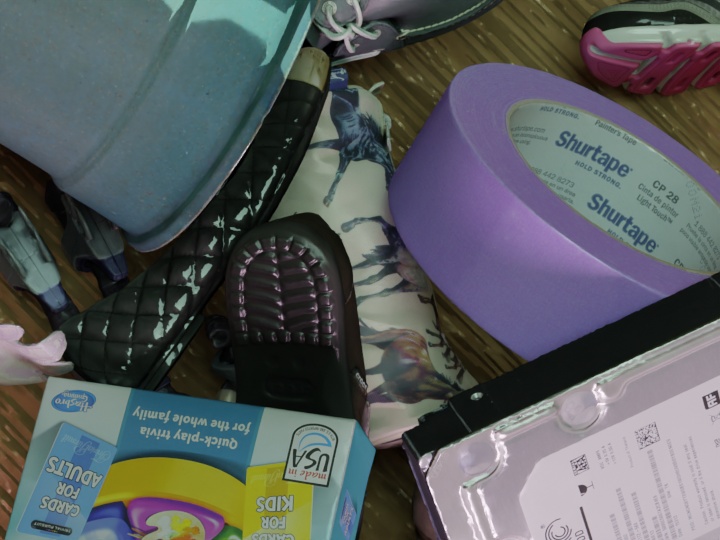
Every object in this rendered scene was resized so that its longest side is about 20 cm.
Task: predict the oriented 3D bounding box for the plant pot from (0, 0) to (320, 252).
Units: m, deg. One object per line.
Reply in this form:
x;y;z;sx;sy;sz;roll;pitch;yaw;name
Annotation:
-0.141;-0.139;0.988;0.196;0.200;0.201;26;70;-19;plant pot

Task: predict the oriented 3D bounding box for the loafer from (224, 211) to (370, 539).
-0.023;0.061;1.052;0.073;0.200;0.071;10;28;14;loafer

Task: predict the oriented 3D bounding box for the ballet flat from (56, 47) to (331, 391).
-0.074;-0.029;1.048;0.057;0.066;0.200;33;74;-3;ballet flat

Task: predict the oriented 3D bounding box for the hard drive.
0.129;0.090;1.006;0.200;0.038;0.140;-24;120;-7;hard drive

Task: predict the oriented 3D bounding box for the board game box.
-0.089;0.156;0.976;0.151;0.047;0.200;6;69;16;board game box

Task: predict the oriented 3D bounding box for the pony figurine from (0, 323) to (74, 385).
-0.248;0.000;1.029;0.166;0.193;0.201;19;67;-46;pony figurine

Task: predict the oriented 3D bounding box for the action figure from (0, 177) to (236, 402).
-0.119;0.046;1.090;0.130;0.069;0.200;-29;85;-24;action figure

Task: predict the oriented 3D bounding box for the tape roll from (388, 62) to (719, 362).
0.115;-0.018;1.091;0.200;0.066;0.200;25;28;-14;tape roll

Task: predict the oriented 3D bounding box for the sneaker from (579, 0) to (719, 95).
0.203;-0.156;1.208;0.199;0.074;0.088;-13;78;-19;sneaker

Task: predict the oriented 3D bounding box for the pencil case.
0.000;0.000;1.120;0.089;0.078;0.200;-19;78;-1;pencil case

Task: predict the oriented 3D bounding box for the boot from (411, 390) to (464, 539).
0.123;0.126;1.078;0.199;0.070;0.147;0;106;-13;boot

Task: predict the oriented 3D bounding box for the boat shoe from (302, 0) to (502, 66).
-0.011;-0.125;1.111;0.200;0.073;0.062;-11;40;24;boat shoe
